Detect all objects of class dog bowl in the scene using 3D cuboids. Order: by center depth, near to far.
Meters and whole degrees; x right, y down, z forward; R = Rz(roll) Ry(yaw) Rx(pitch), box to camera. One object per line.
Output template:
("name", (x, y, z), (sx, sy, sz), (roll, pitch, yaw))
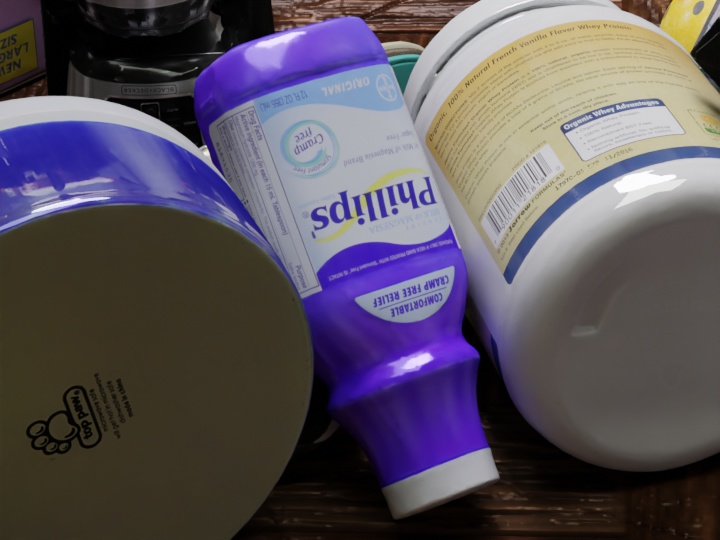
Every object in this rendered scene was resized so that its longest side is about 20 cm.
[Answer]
("dog bowl", (-0.121, 0.038, 1.086), (0.199, 0.201, 0.079), (-16, 38, -19))

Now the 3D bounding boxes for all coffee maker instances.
("coffee maker", (-0.094, -0.168, 1.395), (0.134, 0.201, 0.192), (14, 39, 20))

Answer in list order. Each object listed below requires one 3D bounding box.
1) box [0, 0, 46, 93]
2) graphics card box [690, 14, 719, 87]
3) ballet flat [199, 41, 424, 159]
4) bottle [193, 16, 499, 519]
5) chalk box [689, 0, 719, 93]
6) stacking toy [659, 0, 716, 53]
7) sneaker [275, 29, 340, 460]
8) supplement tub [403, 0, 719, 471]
("box", (-0.200, -0.197, 1.540), (0.176, 0.097, 0.200), (-28, 42, -33))
("graphics card box", (0.249, -0.111, 1.167), (0.200, 0.051, 0.126), (-42, 86, -18))
("ballet flat", (-0.039, -0.057, 1.347), (0.069, 0.070, 0.200), (20, 39, 30))
("bottle", (0.000, 0.000, 1.155), (0.083, 0.201, 0.065), (-17, -7, -29))
("chalk box", (0.229, -0.114, 1.276), (0.123, 0.201, 0.124), (25, -2, -2))
("stacking toy", (0.194, -0.111, 1.379), (0.146, 0.146, 0.200), (28, 60, 38))
("sneaker", (-0.041, -0.014, 1.220), (0.076, 0.088, 0.200), (-12, 49, 23))
("supplement tub", (0.102, -0.025, 1.213), (0.144, 0.145, 0.200), (-11, 35, -11))
